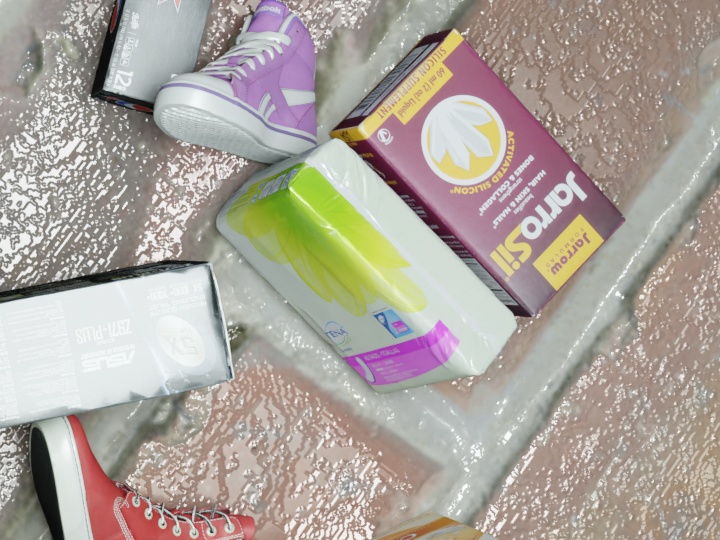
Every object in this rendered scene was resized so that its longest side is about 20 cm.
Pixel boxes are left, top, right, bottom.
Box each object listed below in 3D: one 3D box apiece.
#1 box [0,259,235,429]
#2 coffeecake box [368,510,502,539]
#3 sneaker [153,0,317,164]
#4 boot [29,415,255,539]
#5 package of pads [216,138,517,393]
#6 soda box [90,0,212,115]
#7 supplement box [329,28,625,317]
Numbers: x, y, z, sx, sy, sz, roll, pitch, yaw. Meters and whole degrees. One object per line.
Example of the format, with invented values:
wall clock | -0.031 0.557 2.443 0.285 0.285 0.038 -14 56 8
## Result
box | -0.206 0.052 1.518 0.199 0.164 0.086 -11 93 -16
coffeecake box | 0.028 0.249 1.565 0.153 0.200 0.073 -24 97 -14
sneaker | -0.089 -0.144 1.549 0.072 0.200 0.115 4 87 20
boot | -0.154 0.171 1.566 0.144 0.072 0.201 -21 119 -15
package of pads | 0.000 0.000 1.579 0.200 0.154 0.068 46 66 -13
soda box | -0.140 -0.216 1.579 0.063 0.071 0.201 15 86 -14
supplement box | 0.089 -0.072 1.637 0.110 0.086 0.200 -46 102 -11
